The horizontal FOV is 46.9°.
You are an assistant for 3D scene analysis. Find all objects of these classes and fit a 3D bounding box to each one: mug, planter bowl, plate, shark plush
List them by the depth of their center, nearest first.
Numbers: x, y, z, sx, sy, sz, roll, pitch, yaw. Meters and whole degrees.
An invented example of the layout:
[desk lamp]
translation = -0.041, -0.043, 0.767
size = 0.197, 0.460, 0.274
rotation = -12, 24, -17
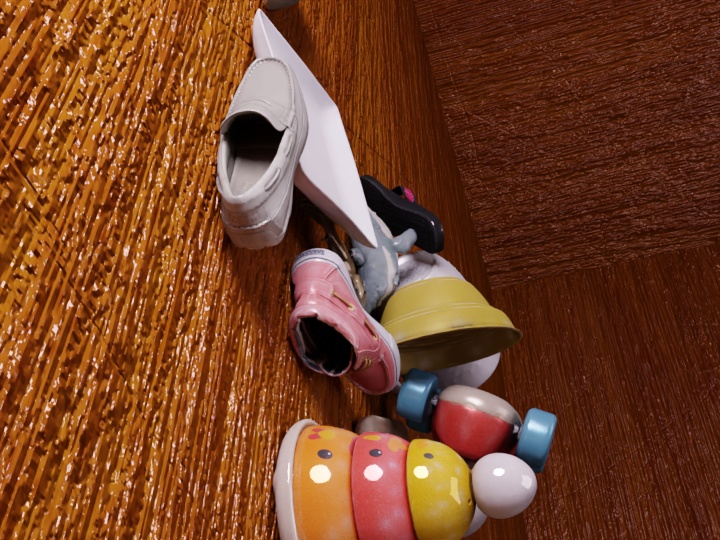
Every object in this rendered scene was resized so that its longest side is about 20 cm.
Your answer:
[plate]
translation = -0.051, -0.135, 0.857
size = 0.200, 0.032, 0.202
rotation = 43, 27, -61
[planter bowl]
translation = 0.090, 0.061, 1.009
size = 0.200, 0.198, 0.084
rotation = 46, 31, -68
[shark plush]
translation = 0.000, 0.000, 1.050
size = 0.083, 0.090, 0.201
rotation = 43, 46, -28
[mug]
translation = 0.086, 0.085, 1.148
size = 0.200, 0.146, 0.176
rotation = -50, 125, -36

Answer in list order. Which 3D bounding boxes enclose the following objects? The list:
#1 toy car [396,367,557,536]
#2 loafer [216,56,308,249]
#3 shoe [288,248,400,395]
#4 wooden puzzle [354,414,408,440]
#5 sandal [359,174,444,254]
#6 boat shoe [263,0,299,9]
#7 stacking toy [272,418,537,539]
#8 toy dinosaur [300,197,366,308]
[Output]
[toy car]
translation = 0.119, 0.249, 1.000
size = 0.177, 0.182, 0.202
rotation = 62, 47, -68
[loafer]
translation = -0.081, -0.112, 0.685
size = 0.070, 0.069, 0.202
rotation = 76, 10, -53
[shoe]
translation = -0.016, 0.079, 0.819
size = 0.092, 0.071, 0.201
rotation = -86, 155, -48
[wooden puzzle]
translation = 0.045, 0.268, 0.985
size = 0.200, 0.037, 0.187
rotation = 37, 43, -72
[sandal]
translation = 0.061, -0.080, 1.145
size = 0.200, 0.045, 0.076
rotation = 35, -38, 47
[boat shoe]
translation = -0.082, -0.341, 0.932
size = 0.072, 0.069, 0.201
rotation = 63, 12, -14
[stacking toy]
translation = 0.041, 0.180, 0.663
size = 0.146, 0.198, 0.148
rotation = -12, 90, -78
[toy dinosaur]
translation = -0.015, 0.017, 0.899
size = 0.101, 0.057, 0.202
rotation = -79, 155, -64
